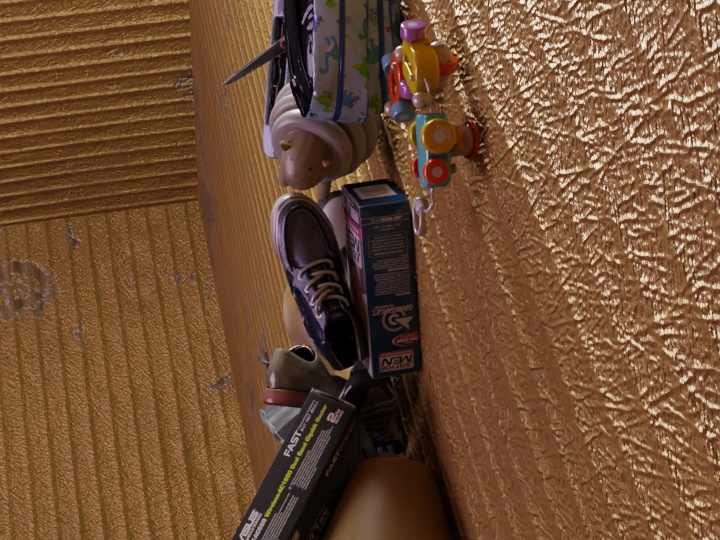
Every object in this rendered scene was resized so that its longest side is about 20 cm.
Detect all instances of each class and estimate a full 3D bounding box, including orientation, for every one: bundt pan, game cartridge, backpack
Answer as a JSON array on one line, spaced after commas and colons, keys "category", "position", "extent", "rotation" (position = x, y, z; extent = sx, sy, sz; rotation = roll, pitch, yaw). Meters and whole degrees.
[{"category": "bundt pan", "position": [-0.037, 0.227, 1.809], "extent": [0.202, 0.076, 0.202], "rotation": [45, -179, -1]}, {"category": "game cartridge", "position": [-0.062, -0.234, 1.662], "extent": [0.040, 0.133, 0.203], "rotation": [10, 98, 33]}, {"category": "backpack", "position": [-0.021, -0.253, 1.437], "extent": [0.163, 0.152, 0.203], "rotation": [156, 127, -74]}]

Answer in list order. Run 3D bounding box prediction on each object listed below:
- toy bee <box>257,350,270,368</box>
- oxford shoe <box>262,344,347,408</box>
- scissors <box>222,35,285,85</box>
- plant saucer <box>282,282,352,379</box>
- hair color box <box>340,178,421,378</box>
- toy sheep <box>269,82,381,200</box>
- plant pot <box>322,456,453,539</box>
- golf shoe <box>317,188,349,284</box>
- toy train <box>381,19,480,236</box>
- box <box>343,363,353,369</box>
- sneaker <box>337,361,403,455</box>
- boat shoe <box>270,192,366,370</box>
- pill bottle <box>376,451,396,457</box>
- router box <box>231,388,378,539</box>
[{"category": "toy bee", "position": [-0.047, 0.162, 1.973], "extent": [0.200, 0.108, 0.131], "rotation": [50, 175, 8]}, {"category": "oxford shoe", "position": [-0.055, 0.129, 1.689], "extent": [0.200, 0.070, 0.076], "rotation": [14, -101, -71]}, {"category": "scissors", "position": [-0.078, -0.271, 1.587], "extent": [0.014, 0.198, 0.074], "rotation": [-40, -65, -69]}, {"category": "plant saucer", "position": [-0.057, 0.091, 1.869], "extent": [0.201, 0.035, 0.201], "rotation": [61, -166, -26]}, {"category": "hair color box", "position": [0.022, 0.008, 1.562], "extent": [0.100, 0.060, 0.203], "rotation": [-126, 29, -69]}, {"category": "toy sheep", "position": [-0.038, -0.168, 1.569], "extent": [0.139, 0.136, 0.201], "rotation": [95, -167, -50]}, {"category": "plant pot", "position": [0.030, 0.312, 1.500], "extent": [0.187, 0.184, 0.202], "rotation": [103, 175, -62]}, {"category": "golf shoe", "position": [0.000, 0.000, 1.671], "extent": [0.088, 0.076, 0.202], "rotation": [-146, 40, -66]}, {"category": "toy train", "position": [0.064, -0.140, 1.261], "extent": [0.151, 0.055, 0.202], "rotation": [97, 165, -58]}, {"category": "box", "position": [-0.046, 0.058, 1.782], "extent": [0.200, 0.032, 0.122], "rotation": [51, -162, -72]}, {"category": "sneaker", "position": [0.005, 0.140, 1.673], "extent": [0.201, 0.074, 0.117], "rotation": [80, -179, -57]}, {"category": "boat shoe", "position": [-0.040, 0.015, 1.540], "extent": [0.093, 0.074, 0.202], "rotation": [-136, 25, -66]}, {"category": "pill bottle", "position": [0.024, 0.323, 1.646], "extent": [0.111, 0.109, 0.202], "rotation": [104, 156, -63]}, {"category": "router box", "position": [-0.056, 0.256, 1.546], "extent": [0.201, 0.062, 0.150], "rotation": [-62, -26, -23]}]
